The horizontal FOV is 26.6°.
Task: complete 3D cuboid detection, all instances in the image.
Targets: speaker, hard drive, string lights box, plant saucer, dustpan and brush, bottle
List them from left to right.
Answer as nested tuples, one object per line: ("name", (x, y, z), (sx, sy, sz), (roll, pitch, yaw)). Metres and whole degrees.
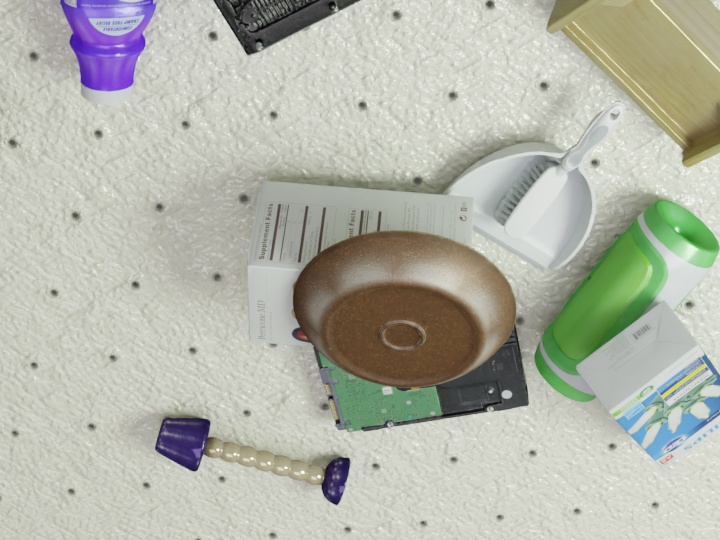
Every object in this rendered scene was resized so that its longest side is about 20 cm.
("bottle", (-0.217, -0.242, 1.306), (0.083, 0.065, 0.201), (-6, 123, -21))
("plant saucer", (0.038, 0.046, 1.342), (0.200, 0.037, 0.201), (3, 139, 3))
("hard drive", (0.059, 0.086, 1.514), (0.199, 0.038, 0.140), (-11, 120, 8))
("dustpan and brush", (0.176, -0.087, 1.390), (0.139, 0.057, 0.200), (29, 118, -14))
("speaker", (0.250, 0.031, 1.440), (0.088, 0.089, 0.200), (28, 119, -14))
("string lights box", (0.286, 0.112, 1.441), (0.103, 0.059, 0.200), (-38, 147, 7))

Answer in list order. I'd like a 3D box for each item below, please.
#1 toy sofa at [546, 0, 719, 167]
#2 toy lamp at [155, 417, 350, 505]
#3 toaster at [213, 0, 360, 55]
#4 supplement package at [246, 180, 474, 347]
("toy sofa", (0.261, -0.194, 1.320), (0.200, 0.098, 0.083), (40, 138, -20))
("toy lamp", (-0.113, 0.195, 1.576), (0.199, 0.058, 0.058), (16, 121, -6))
("toaster", (-0.063, -0.303, 1.235), (0.180, 0.119, 0.200), (-25, 117, 16))
("supplement package", (0.000, 0.000, 1.404), (0.199, 0.110, 0.114), (4, 138, 2))
